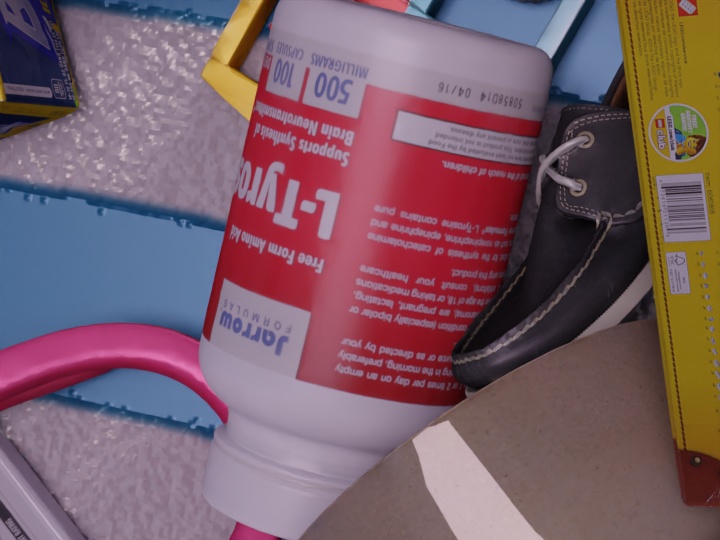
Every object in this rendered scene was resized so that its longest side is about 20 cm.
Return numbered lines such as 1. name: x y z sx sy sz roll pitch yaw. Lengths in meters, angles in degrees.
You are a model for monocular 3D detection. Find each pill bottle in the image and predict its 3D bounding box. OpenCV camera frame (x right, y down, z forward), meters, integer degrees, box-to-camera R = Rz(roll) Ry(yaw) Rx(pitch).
1. pill bottle: 0.000 0.000 0.827 0.112 0.112 0.201 15 97 12

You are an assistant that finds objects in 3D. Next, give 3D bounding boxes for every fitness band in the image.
1. fitness band: -0.127 0.103 0.884 0.199 0.037 0.144 -22 75 -9

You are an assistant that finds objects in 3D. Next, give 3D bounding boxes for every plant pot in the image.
1. plant pot: 0.095 0.154 0.762 0.187 0.187 0.201 -36 69 10

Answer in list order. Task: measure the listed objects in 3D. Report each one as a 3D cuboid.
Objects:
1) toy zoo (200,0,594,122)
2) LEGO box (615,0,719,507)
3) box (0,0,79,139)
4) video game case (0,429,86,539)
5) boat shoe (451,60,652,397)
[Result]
1. toy zoo: 0.021 -0.109 0.889 0.131 0.020 0.201 32 96 11
2. LEGO box: 0.146 -0.042 0.708 0.077 0.149 0.201 -2 112 22
3. box: -0.186 -0.156 0.908 0.064 0.070 0.201 -16 86 21
4. video game case: -0.241 0.111 0.944 0.182 0.023 0.200 -41 82 9
5. boat shoe: 0.089 -0.029 0.807 0.068 0.072 0.200 48 62 -14
